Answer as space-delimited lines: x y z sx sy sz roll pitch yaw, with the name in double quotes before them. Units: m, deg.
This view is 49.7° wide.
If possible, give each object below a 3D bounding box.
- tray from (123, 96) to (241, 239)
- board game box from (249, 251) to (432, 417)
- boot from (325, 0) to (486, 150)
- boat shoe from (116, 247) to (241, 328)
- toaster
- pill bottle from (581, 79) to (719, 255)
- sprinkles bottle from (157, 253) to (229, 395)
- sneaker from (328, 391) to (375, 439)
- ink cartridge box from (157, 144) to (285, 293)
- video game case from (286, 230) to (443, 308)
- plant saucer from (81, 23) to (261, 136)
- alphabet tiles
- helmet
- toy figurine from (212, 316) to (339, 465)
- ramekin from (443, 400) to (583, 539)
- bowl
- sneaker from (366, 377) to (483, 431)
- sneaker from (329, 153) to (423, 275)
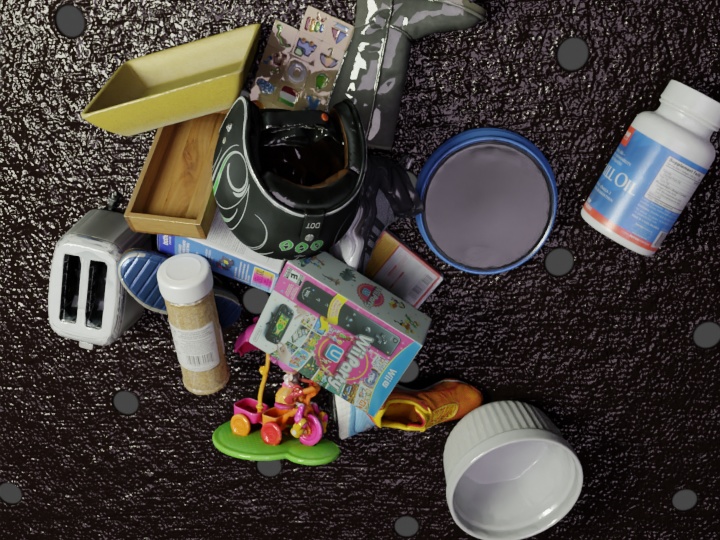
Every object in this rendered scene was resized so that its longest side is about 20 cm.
"tray" -0.217 -0.136 0.983 0.097 0.203 0.037 6 149 9
"board game box" -0.028 0.078 1.016 0.198 0.065 0.149 30 124 0
"boot" 0.052 -0.253 0.983 0.178 0.073 0.204 14 102 9
"boat shoe" -0.253 0.018 1.061 0.072 0.073 0.199 -46 136 7
"toaster" -0.357 0.005 1.073 0.111 0.130 0.203 13 110 -3
"pill bottle" 0.377 -0.132 0.991 0.111 0.113 0.202 25 109 -6
"sprinkles bottle" -0.218 0.075 1.028 0.067 0.069 0.203 1 130 3
"sneaker" -0.001 0.149 1.145 0.088 0.079 0.203 -8 119 -13
"ink cartridge box" -0.181 -0.073 1.026 0.197 0.138 0.077 22 151 -6
"video game case" 0.000 0.000 1.110 0.199 0.017 0.143 38 108 -10
"plant saucer" -0.215 -0.228 0.949 0.196 0.201 0.049 -14 121 9
"alphabet tiles" -0.060 -0.234 1.034 0.164 0.006 0.203 22 109 -6
"helmet" -0.086 -0.113 0.923 0.196 0.190 0.204 4 76 -19
"toy figurine" -0.115 0.160 1.109 0.197 0.149 0.188 9 102 28
"ramekin" 0.213 0.286 1.136 0.196 0.106 0.203 -4 121 -7
"bowl" 0.170 -0.090 1.056 0.196 0.039 0.205 1 110 3
"sneaker" 0.096 0.204 1.126 0.196 0.077 0.074 -1 118 -25
"sneaker" 0.023 -0.059 1.039 0.112 0.075 0.204 -3 111 -21
